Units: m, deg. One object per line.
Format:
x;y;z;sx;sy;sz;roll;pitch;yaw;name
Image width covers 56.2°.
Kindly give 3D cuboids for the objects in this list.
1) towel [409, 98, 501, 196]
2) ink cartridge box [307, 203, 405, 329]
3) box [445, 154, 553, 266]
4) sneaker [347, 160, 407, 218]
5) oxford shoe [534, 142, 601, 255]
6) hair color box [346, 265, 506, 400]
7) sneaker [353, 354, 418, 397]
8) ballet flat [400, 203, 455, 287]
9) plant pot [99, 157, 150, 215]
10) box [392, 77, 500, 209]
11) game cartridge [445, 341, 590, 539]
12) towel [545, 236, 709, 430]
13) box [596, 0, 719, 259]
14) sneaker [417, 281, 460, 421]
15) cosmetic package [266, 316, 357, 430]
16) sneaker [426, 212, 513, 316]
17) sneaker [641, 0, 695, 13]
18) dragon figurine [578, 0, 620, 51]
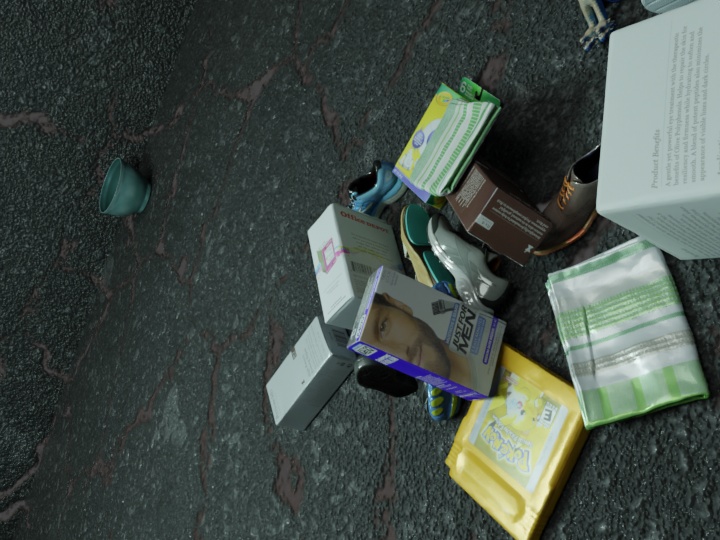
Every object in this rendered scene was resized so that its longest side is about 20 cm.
0.134;-0.188;1.013;0.155;0.023;0.200;-61;16;9;towel
0.000;0.000;1.160;0.085;0.142;0.203;-43;45;35;ink cartridge box
0.181;-0.096;0.943;0.076;0.099;0.201;-55;20;20;box
0.000;-0.135;1.264;0.200;0.089;0.079;-48;42;29;sneaker
0.280;-0.102;0.884;0.201;0.072;0.072;-50;41;29;oxford shoe
0.091;0.088;0.917;0.065;0.196;0.112;139;153;-68;hair color box
0.037;0.127;1.018;0.059;0.199;0.106;-24;59;19;sneaker
0.099;-0.021;1.107;0.064;0.067;0.203;-59;34;40;ballet flat
-0.838;-0.285;2.428;0.199;0.132;0.205;-26;56;46;plant pot
0.144;-0.221;1.136;0.202;0.048;0.118;-58;44;16;box
0.203;0.220;0.886;0.176;0.032;0.204;31;100;54;game cartridge
0.304;0.069;0.792;0.147;0.030;0.204;-27;53;31;towel
0.364;-0.134;0.678;0.169;0.197;0.204;-5;71;50;box
0.110;0.118;1.005;0.082;0.069;0.205;-170;80;-66;sneaker
-0.095;0.195;1.268;0.201;0.073;0.103;-53;39;23;cosmetic package
0.165;-0.018;1.017;0.079;0.073;0.202;-43;49;19;sneaker
0.435;-0.383;0.809;0.197;0.073;0.072;-19;51;38;sneaker
0.336;-0.404;0.950;0.058;0.099;0.203;-12;48;52;dragon figurine
